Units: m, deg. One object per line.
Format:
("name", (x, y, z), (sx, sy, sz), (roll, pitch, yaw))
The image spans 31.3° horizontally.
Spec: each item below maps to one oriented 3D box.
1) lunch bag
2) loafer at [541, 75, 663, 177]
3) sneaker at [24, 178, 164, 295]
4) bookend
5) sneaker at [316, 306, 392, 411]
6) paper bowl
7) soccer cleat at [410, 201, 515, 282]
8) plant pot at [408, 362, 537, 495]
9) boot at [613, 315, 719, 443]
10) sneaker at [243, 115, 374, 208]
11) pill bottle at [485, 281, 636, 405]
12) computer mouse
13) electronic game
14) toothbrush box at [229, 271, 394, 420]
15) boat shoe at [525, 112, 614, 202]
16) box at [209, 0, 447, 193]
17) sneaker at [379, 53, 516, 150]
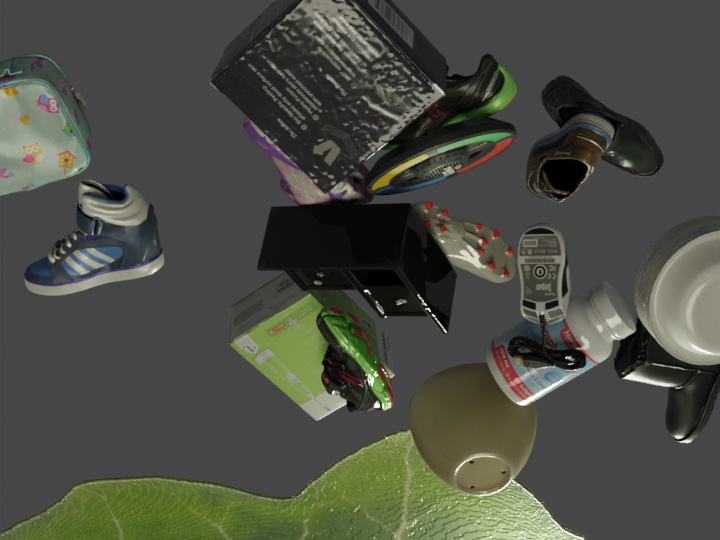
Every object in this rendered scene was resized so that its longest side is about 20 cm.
("lunch bag", (-0.435, -0.179, 1.579), (0.199, 0.077, 0.161), (-15, 127, 8))
("loafer", (0.310, -0.171, 1.634), (0.200, 0.071, 0.068), (31, 121, -25))
("sneaker", (-0.365, -0.055, 1.690), (0.199, 0.081, 0.147), (-9, 121, 8))
("bookend", (0.000, 0.000, 1.689), (0.199, 0.093, 0.199), (0, 153, 23))
("sneaker", (-0.019, 0.130, 1.733), (0.083, 0.077, 0.200), (-19, 130, 8))
("paper bowl", (0.485, 0.034, 1.757), (0.200, 0.104, 0.202), (-3, 112, -8))
("soccer cleat", (0.127, -0.038, 1.742), (0.200, 0.070, 0.077), (27, 152, -31))
("plant pot", (0.175, 0.258, 1.932), (0.199, 0.135, 0.201), (-1, 129, -2))
("boot", (0.448, 0.159, 1.903), (0.167, 0.077, 0.201), (10, 121, -16))
("sneaker", (-0.078, -0.130, 1.644), (0.200, 0.081, 0.088), (35, 127, -28))
("pill bottle", (0.285, 0.101, 1.828), (0.200, 0.109, 0.109), (-34, 123, 22))
("computer mouse", (0.257, 0.035, 1.764), (0.109, 0.044, 0.201), (1, 91, 30))
("electronic game", (0.100, -0.138, 1.600), (0.199, 0.042, 0.200), (-19, 171, -3))
("toothbrush box", (-0.068, 0.100, 1.820), (0.145, 0.086, 0.200), (-32, 123, 20))
("boat shoe", (0.248, -0.129, 1.613), (0.072, 0.073, 0.200), (28, 158, -1))
("box", (-0.035, -0.236, 1.514), (0.200, 0.118, 0.197), (-37, 111, 23))
("sneaker", (0.096, -0.209, 1.602), (0.199, 0.077, 0.084), (-24, 98, 19))
